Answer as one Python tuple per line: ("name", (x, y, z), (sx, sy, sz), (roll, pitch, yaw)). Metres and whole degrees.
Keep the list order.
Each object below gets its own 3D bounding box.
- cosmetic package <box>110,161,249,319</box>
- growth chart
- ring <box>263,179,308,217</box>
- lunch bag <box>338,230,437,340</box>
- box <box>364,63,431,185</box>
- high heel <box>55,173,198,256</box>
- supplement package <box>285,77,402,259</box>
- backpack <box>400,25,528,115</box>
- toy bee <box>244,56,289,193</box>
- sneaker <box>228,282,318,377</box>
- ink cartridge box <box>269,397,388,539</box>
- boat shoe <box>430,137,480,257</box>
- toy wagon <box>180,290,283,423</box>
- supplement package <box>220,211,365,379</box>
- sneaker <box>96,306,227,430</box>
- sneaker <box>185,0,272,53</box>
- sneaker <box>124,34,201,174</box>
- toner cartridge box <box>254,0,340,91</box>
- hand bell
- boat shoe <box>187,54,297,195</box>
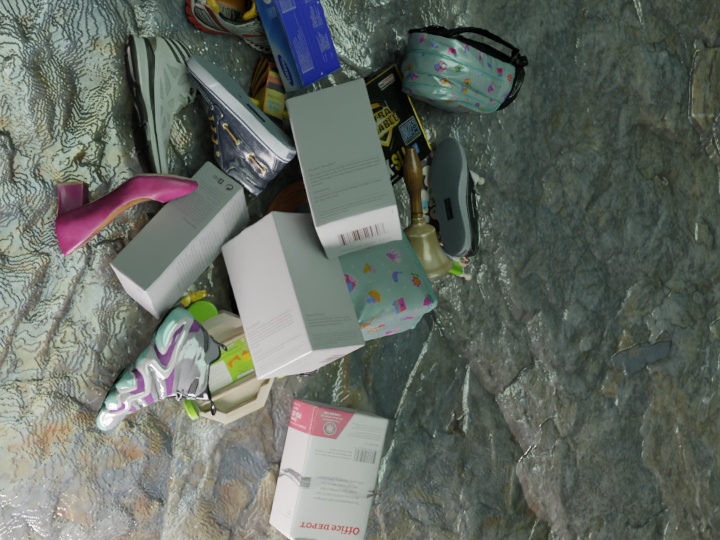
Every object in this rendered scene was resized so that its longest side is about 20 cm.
("cosmetic package", (-0.248, -0.042, 1.191), (0.071, 0.102, 0.201), (34, 69, 14))
("growth chart", (0.154, -0.096, 1.495), (0.142, 0.018, 0.205), (13, 85, -31))
("ring", (-0.074, -0.045, 1.356), (0.197, 0.019, 0.206), (-2, 95, -32))
("lunch bag", (0.000, 0.000, 1.321), (0.167, 0.122, 0.203), (-12, 68, -31))
("box", (0.020, -0.215, 1.361), (0.200, 0.049, 0.162), (-42, 115, -40))
("high heel", (-0.313, -0.076, 1.141), (0.195, 0.067, 0.098), (-5, 87, -3))
("supplement package", (-0.022, -0.140, 1.179), (0.114, 0.118, 0.204), (-14, 69, 2))
("backpack", (0.156, -0.323, 1.385), (0.198, 0.165, 0.130), (6, 94, -47))
("toy bee", (-0.133, -0.219, 1.260), (0.129, 0.108, 0.205), (-9, 97, -33))
("sneaker", (-0.127, 0.073, 1.308), (0.201, 0.073, 0.080), (50, 44, -20))
("ink cartridge box", (-0.051, 0.319, 1.349), (0.144, 0.082, 0.205), (16, 84, -31))
("boat shoe", (0.172, -0.123, 1.450), (0.067, 0.073, 0.204), (4, 72, -47))
("toy wagon", (-0.207, 0.120, 1.248), (0.152, 0.040, 0.204), (-24, 104, -8))
("supplement package", (-0.096, 0.034, 1.207), (0.119, 0.120, 0.204), (-1, 69, -51))
("sneaker", (-0.264, 0.168, 1.183), (0.139, 0.078, 0.201), (38, 92, -12))
("sneaker", (-0.154, -0.372, 1.254), (0.196, 0.082, 0.080), (1, 90, -33))
("sneaker", (-0.262, -0.229, 1.198), (0.113, 0.075, 0.206), (-8, 94, -29))
("toner cartridge box", (-0.100, -0.374, 1.232), (0.095, 0.043, 0.204), (-37, 117, -43))
("hand bell", (0.090, -0.098, 1.373), (0.103, 0.103, 0.205), (-20, 113, -29))
("boat shoe", (-0.186, -0.201, 1.181), (0.200, 0.071, 0.091), (46, 108, 3))
